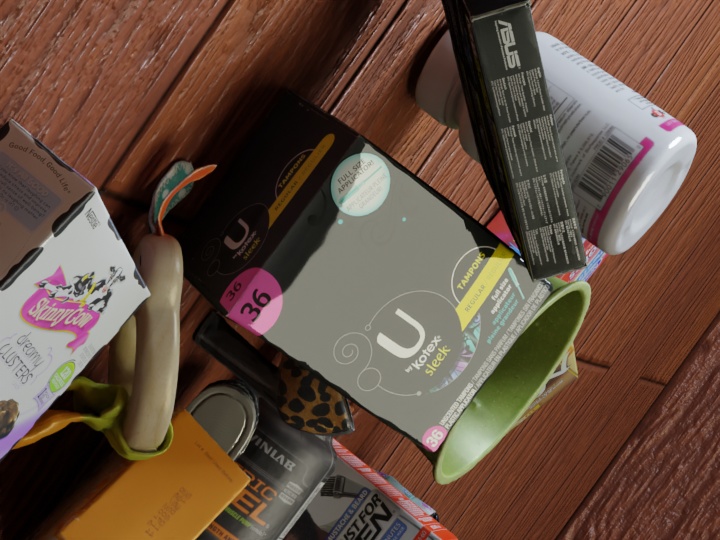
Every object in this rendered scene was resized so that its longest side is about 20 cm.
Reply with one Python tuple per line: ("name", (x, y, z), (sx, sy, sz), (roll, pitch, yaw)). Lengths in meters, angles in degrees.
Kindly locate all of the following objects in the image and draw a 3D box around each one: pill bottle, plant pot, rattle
("pill bottle", (-0.091, 0.171, 1.707), (0.200, 0.106, 0.106), (-53, 162, -2))
("plant pot", (0.053, 0.038, 1.681), (0.200, 0.190, 0.200), (-45, 160, -21))
("pill bottle", (0.149, -0.112, 1.597), (0.113, 0.200, 0.113), (-46, 161, -21))
("rattle", (-0.177, 0.019, 1.335), (0.130, 0.142, 0.201), (-83, -178, -67))

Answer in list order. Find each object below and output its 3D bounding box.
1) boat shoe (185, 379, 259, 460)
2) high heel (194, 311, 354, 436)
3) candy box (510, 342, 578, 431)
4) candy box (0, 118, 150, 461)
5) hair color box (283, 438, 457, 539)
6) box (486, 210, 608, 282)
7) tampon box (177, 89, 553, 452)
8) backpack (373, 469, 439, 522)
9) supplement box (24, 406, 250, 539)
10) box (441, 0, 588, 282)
("boat shoe", (-0.150, 0.165, 1.610), (0.200, 0.074, 0.060), (-53, 176, 10))
("high heel", (-0.016, 0.018, 1.546), (0.200, 0.142, 0.071), (-55, 162, 7))
("candy box", (0.143, 0.091, 1.953), (0.115, 0.055, 0.200), (-37, 160, -4))
("candy box", (-0.223, 0.037, 1.178), (0.200, 0.071, 0.168), (-49, 162, -13))
("hair color box", (-0.029, 0.215, 1.787), (0.111, 0.200, 0.064), (-54, 163, 5))
("box", (0.189, -0.032, 2.046), (0.200, 0.095, 0.100), (-49, 163, -14))
("tampon box", (0.000, 0.000, 1.426), (0.200, 0.126, 0.150), (35, 92, -31))
("backpack", (-0.009, 0.307, 2.140), (0.200, 0.126, 0.167), (-56, 174, 6))
("supplement box", (-0.169, 0.177, 1.464), (0.126, 0.074, 0.200), (-45, -176, -23))
("box", (0.098, -0.123, 1.410), (0.047, 0.193, 0.201), (-17, 118, -2))
